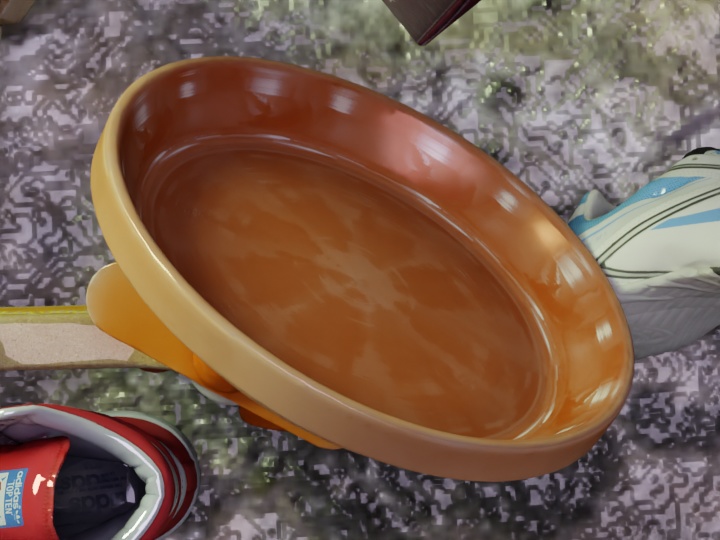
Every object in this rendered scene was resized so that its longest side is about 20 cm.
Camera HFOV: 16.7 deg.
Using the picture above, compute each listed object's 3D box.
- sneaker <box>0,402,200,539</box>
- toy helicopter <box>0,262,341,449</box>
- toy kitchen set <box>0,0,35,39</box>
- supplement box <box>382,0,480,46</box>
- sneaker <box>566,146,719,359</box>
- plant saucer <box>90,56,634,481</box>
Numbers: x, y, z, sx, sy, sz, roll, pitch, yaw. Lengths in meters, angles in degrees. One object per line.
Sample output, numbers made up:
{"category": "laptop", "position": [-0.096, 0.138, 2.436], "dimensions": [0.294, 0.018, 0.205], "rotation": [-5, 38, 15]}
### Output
{"category": "sneaker", "position": [-0.157, 0.088, 0.879], "dimensions": [0.199, 0.112, 0.072], "rotation": [-11, 89, -3]}
{"category": "toy helicopter", "position": [-0.075, 0.026, 0.858], "dimensions": [0.199, 0.132, 0.079], "rotation": [-1, 100, -15]}
{"category": "toy kitchen set", "position": [-0.159, -0.076, 0.822], "dimensions": [0.163, 0.180, 0.201], "rotation": [10, 86, -45]}
{"category": "supplement box", "position": [0.006, -0.189, 0.774], "dimensions": [0.110, 0.086, 0.200], "rotation": [-39, 90, -23]}
{"category": "sneaker", "position": [0.148, -0.019, 0.874], "dimensions": [0.072, 0.199, 0.073], "rotation": [21, 64, -41]}
{"category": "plant saucer", "position": [0.000, 0.000, 0.836], "dimensions": [0.200, 0.200, 0.032], "rotation": [30, 121, -1]}
